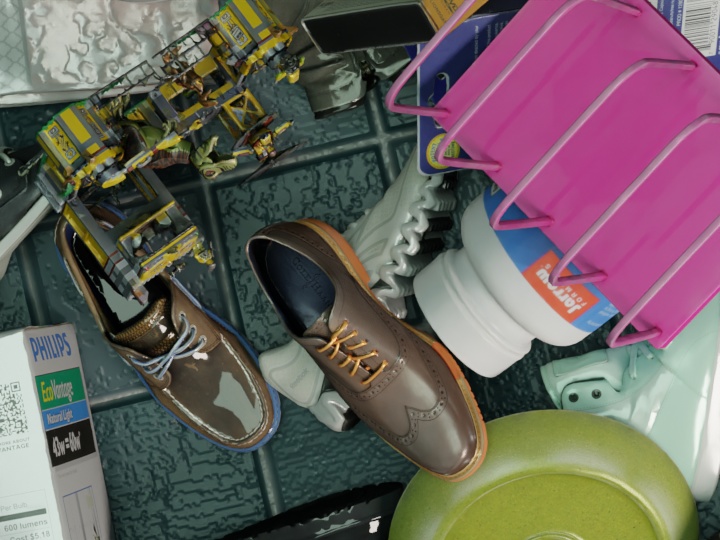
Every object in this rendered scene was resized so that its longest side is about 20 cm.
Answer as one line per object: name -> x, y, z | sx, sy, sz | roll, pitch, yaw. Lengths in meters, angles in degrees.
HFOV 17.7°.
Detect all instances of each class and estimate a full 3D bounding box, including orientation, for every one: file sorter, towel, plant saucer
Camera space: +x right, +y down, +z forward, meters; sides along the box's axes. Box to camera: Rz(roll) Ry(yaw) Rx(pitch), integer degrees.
file sorter -> 0.132, -0.072, 1.297 | 0.200, 0.125, 0.139 | 47, 107, 15
towel -> -0.192, -0.212, 1.523 | 0.190, 0.032, 0.201 | -7, 91, 6
plant saucer -> 0.117, 0.181, 1.454 | 0.199, 0.031, 0.201 | -2, 118, -3

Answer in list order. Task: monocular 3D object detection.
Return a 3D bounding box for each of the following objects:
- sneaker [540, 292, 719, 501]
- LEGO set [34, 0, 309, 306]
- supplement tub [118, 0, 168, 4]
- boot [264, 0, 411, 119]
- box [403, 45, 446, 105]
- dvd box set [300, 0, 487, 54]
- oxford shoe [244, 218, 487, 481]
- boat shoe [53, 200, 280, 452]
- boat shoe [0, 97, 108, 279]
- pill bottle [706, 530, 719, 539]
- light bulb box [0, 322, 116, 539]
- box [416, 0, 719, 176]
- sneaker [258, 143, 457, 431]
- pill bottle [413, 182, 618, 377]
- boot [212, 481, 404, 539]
sneaker -> 0.176, 0.043, 1.463 | 0.118, 0.074, 0.201 | 6, 95, -1
LEGO set -> -0.103, -0.067, 1.421 | 0.200, 0.154, 0.116 | -36, 85, -29
supplement tub -> -0.148, -0.236, 1.401 | 0.131, 0.200, 0.133 | 0, 90, 6
boot -> 0.016, -0.199, 1.491 | 0.200, 0.068, 0.131 | -40, 94, 11
box -> 0.129, -0.159, 1.450 | 0.199, 0.042, 0.119 | -27, 133, 5
dvd box set -> 0.073, -0.201, 1.387 | 0.200, 0.146, 0.029 | -42, 110, -23
oxford shoe -> -0.003, 0.052, 1.417 | 0.200, 0.073, 0.071 | 47, 109, 17
boat shoe -> -0.132, 0.041, 1.500 | 0.072, 0.072, 0.200 | -44, 87, 5
boat shoe -> -0.235, -0.044, 1.509 | 0.060, 0.076, 0.200 | 40, 94, -2
pill bottle -> 0.322, 0.173, 1.435 | 0.199, 0.112, 0.112 | -29, 88, 7
light bulb box -> -0.272, 0.149, 1.492 | 0.197, 0.125, 0.201 | -11, 89, 7
box -> 0.128, -0.126, 1.431 | 0.199, 0.032, 0.121 | -10, 133, -10
sneaker -> 0.000, 0.000, 1.490 | 0.081, 0.075, 0.201 | 26, 93, 15
pill bottle -> 0.133, -0.024, 1.426 | 0.200, 0.112, 0.112 | -40, 87, 19
boot -> -0.038, 0.241, 1.496 | 0.198, 0.073, 0.163 | -21, 92, 4
